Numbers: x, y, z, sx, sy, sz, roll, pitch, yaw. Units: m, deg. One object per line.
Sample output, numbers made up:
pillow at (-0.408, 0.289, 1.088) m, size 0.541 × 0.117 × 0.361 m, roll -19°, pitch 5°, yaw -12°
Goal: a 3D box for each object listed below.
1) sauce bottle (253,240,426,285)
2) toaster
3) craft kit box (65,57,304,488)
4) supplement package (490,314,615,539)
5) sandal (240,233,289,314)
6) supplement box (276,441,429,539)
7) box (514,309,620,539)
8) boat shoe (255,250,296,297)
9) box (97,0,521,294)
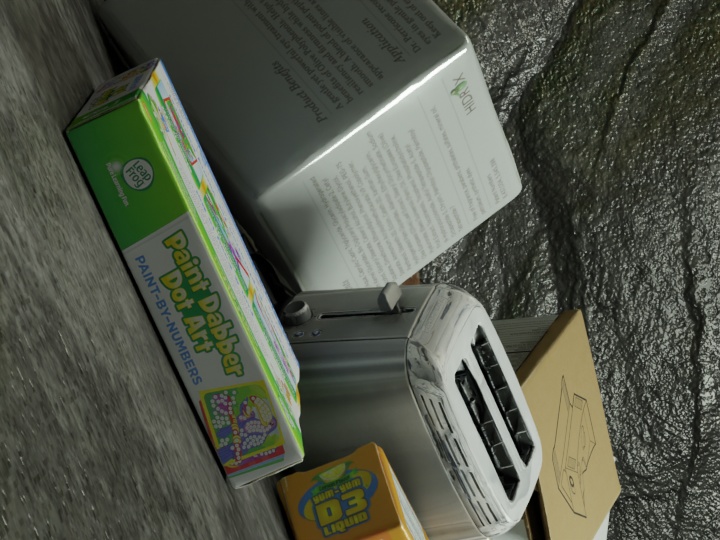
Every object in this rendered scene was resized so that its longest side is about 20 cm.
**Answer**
sauce bottle at (0.000, 0.000, 1.593) m, size 0.200 × 0.065 × 0.065 m, roll 34°, pitch 27°, yaw -50°
toaster at (0.027, 0.098, 1.344) m, size 0.200 × 0.129 × 0.114 m, roll 66°, pitch 32°, yaw -24°
craft kit box at (-0.088, -0.006, 1.149) m, size 0.198 × 0.048 × 0.200 m, roll -115°, pitch -179°, yaw -80°
supplement package at (0.111, 0.177, 1.784) m, size 0.200 × 0.147 × 0.192 m, roll -77°, pitch 152°, yaw -42°
sandal at (-0.064, 0.018, 1.447) m, size 0.200 × 0.043 × 0.076 m, roll -108°, pitch 174°, yaw -68°
supplement box at (0.017, 0.190, 1.297) m, size 0.069 × 0.066 × 0.200 m, roll -107°, pitch 173°, yaw -45°
box at (0.156, 0.137, 1.679) m, size 0.200 × 0.021 × 0.164 m, roll -42°, pitch 121°, yaw -65°
boat shoe at (-0.019, 0.065, 1.638) m, size 0.200 × 0.064 × 0.071 m, roll 43°, pitch -2°, yaw 12°
box at (-0.029, -0.110, 1.422) m, size 0.199 × 0.171 × 0.200 m, roll 50°, pitch -7°, yaw 31°
